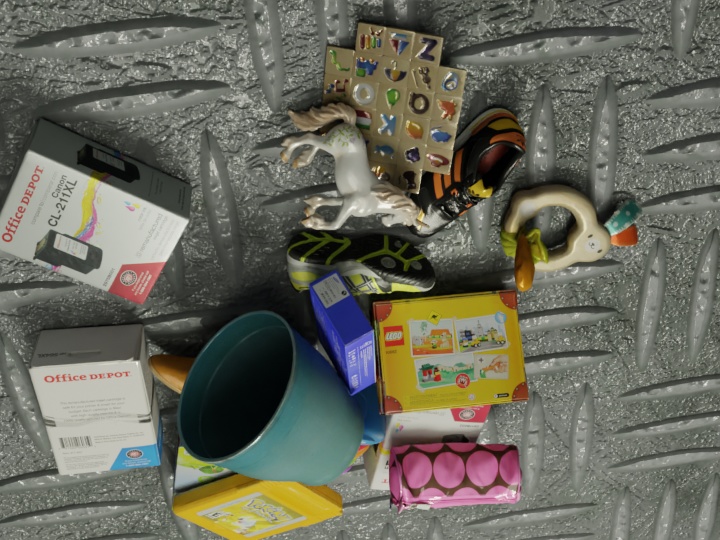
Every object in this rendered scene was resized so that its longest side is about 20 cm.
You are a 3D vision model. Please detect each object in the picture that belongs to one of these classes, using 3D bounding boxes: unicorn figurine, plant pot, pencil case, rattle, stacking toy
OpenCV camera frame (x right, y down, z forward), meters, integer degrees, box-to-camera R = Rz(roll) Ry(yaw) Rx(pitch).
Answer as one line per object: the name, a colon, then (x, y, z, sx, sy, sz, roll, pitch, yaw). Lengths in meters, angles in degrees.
unicorn figurine: (-0.011, -0.105, 1.083, 0.136, 0.074, 0.202, -16, 114, 12)
plant pot: (-0.101, 0.184, 1.168, 0.199, 0.201, 0.188, -36, 132, 17)
pencil case: (0.138, 0.298, 1.296, 0.197, 0.094, 0.092, -2, 126, -11)
rattle: (0.289, -0.033, 1.166, 0.198, 0.143, 0.132, 11, 104, -8)
stacking toy: (-0.039, 0.262, 1.357, 0.115, 0.111, 0.201, 6, 135, -12)

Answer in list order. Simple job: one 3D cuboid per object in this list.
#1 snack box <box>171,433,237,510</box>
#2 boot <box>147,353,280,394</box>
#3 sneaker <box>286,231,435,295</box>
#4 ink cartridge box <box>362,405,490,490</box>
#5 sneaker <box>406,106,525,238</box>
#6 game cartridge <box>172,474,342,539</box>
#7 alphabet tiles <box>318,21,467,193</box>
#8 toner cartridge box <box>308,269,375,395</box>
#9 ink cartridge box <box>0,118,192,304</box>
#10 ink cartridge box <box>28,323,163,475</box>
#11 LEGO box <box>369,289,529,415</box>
snack box: (-0.189, 0.286, 1.333, 0.166, 0.068, 0.201, 5, 141, -11)
boot: (-0.176, 0.116, 1.250, 0.200, 0.071, 0.145, 26, 112, -29)
sneaker: (0.000, 0.000, 1.193, 0.197, 0.076, 0.077, 10, 132, -3)
ink cartridge box: (0.097, 0.234, 1.353, 0.146, 0.086, 0.202, 6, 122, -13)
sneaker: (0.126, -0.107, 1.117, 0.070, 0.090, 0.200, 30, 116, -25)
game cartridge: (-0.145, 0.346, 1.330, 0.198, 0.033, 0.176, -21, 141, 23)
alphabet tiles: (0.035, -0.189, 1.071, 0.164, 0.006, 0.202, 11, 124, 5)
toner cartridge box: (-0.021, 0.085, 1.172, 0.043, 0.096, 0.200, -26, 158, -10)
ink cartridge box: (-0.324, -0.067, 1.086, 0.198, 0.083, 0.146, 23, 119, -22)
ink cartridge box: (-0.359, 0.179, 1.251, 0.144, 0.085, 0.202, -4, 124, -5)
LEGO box: (0.118, 0.112, 1.229, 0.197, 0.077, 0.151, -5, 81, -4)
